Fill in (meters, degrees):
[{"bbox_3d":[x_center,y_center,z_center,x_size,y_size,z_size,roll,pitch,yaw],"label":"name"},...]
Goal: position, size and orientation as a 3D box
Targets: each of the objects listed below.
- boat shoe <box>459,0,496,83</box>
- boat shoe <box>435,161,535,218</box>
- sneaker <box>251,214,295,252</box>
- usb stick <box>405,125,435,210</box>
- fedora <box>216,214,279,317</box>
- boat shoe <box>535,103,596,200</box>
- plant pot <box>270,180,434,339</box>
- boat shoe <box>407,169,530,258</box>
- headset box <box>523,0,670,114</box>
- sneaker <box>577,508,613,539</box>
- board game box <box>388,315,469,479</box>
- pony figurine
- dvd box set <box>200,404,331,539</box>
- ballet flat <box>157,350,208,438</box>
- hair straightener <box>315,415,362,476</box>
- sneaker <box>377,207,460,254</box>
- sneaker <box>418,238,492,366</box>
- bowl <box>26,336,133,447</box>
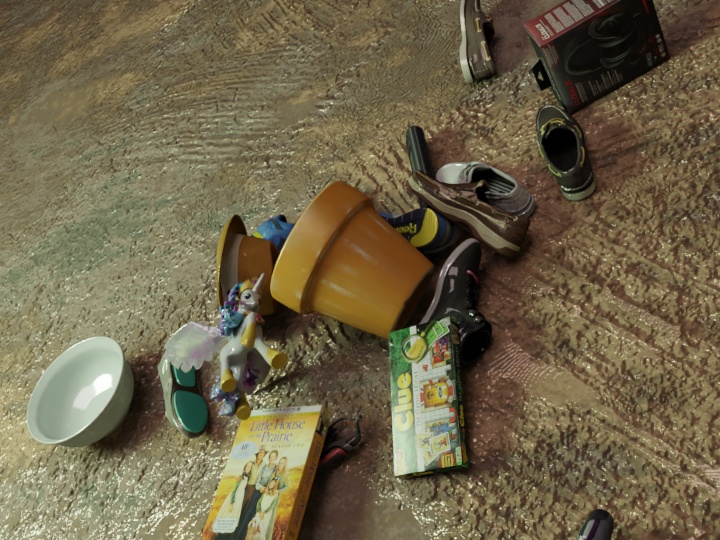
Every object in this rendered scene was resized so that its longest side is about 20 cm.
[{"bbox_3d":[0.213,-0.423,1.638,0.059,0.072,0.201,-10,53,20],"label":"boat shoe"},{"bbox_3d":[0.187,-0.141,1.415,0.200,0.067,0.074,24,70,44],"label":"boat shoe"},{"bbox_3d":[-0.109,-0.040,1.534,0.078,0.066,0.200,-42,42,-9],"label":"sneaker"},{"bbox_3d":[0.103,-0.163,1.503,0.032,0.056,0.201,-4,46,-5],"label":"usb stick"},{"bbox_3d":[-0.171,0.010,1.455,0.081,0.201,0.201,-1,51,8],"label":"fedora"},{"bbox_3d":[0.307,-0.195,1.383,0.071,0.061,0.202,-25,44,15],"label":"boat shoe"},{"bbox_3d":[0.000,0.000,1.323,0.183,0.200,0.201,30,72,12],"label":"plant pot"},{"bbox_3d":[0.165,-0.102,1.351,0.202,0.075,0.075,36,104,19],"label":"boat shoe"},{"bbox_3d":[0.359,-0.351,1.416,0.199,0.149,0.077,-29,42,9],"label":"headset box"},{"bbox_3d":[0.252,0.358,0.958,0.087,0.074,0.201,15,71,23],"label":"sneaker"},{"bbox_3d":[0.088,0.168,1.207,0.104,0.023,0.201,-20,60,34],"label":"board game box"},{"bbox_3d":[-0.180,0.119,1.324,0.193,0.166,0.200,-56,27,21],"label":"pony figurine"},{"bbox_3d":[-0.127,0.281,1.242,0.146,0.029,0.201,-9,48,33],"label":"dvd box set"},{"bbox_3d":[-0.288,0.206,1.461,0.064,0.067,0.200,-53,36,26],"label":"ballet flat"},{"bbox_3d":[-0.078,0.257,1.273,0.200,0.041,0.077,-40,42,7],"label":"hair straightener"},{"bbox_3d":[0.071,-0.055,1.424,0.199,0.082,0.074,2,88,49],"label":"sneaker"},{"bbox_3d":[0.152,0.051,1.278,0.099,0.071,0.201,12,68,38],"label":"sneaker"},{"bbox_3d":[-0.452,0.219,1.529,0.200,0.090,0.202,-19,45,21],"label":"bowl"}]
